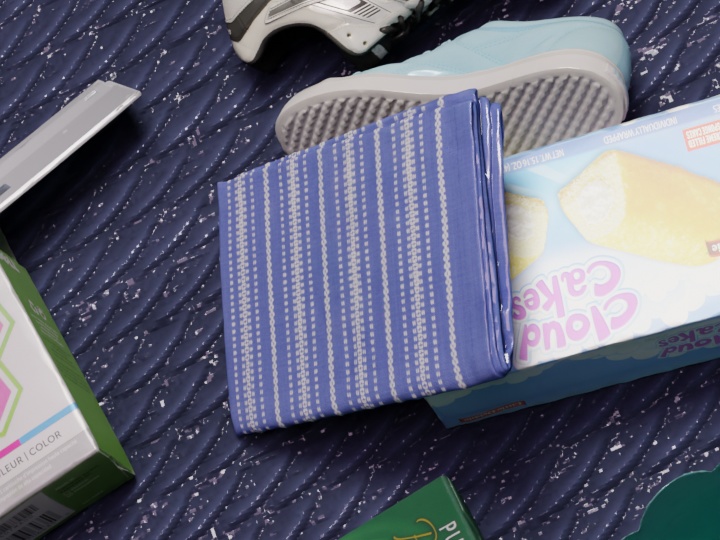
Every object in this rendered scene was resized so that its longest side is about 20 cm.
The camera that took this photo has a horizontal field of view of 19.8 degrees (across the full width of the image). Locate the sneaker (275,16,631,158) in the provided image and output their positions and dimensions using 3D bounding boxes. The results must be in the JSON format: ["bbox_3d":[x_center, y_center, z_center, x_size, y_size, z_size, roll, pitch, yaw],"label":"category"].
[{"bbox_3d":[0.054,-0.094,1.116,0.199,0.074,0.082,-4,34,21],"label":"sneaker"}]

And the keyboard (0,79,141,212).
[{"bbox_3d":[-0.207,-0.040,1.151,0.200,0.011,0.056,-41,30,-12],"label":"keyboard"}]

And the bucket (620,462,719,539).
[{"bbox_3d":[0.207,0.187,0.930,0.206,0.135,0.209,-5,70,14],"label":"bucket"}]

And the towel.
[{"bbox_3d":[0.000,0.000,1.055,0.199,0.024,0.146,-16,73,44],"label":"towel"}]

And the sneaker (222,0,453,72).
[{"bbox_3d":[0.019,-0.154,1.143,0.199,0.076,0.088,-5,85,16],"label":"sneaker"}]

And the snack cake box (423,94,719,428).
[{"bbox_3d":[0.120,-0.004,1.057,0.199,0.067,0.116,-16,67,9],"label":"snack cake box"}]

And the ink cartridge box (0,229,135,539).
[{"bbox_3d":[-0.217,0.053,1.128,0.103,0.059,0.201,-33,66,3],"label":"ink cartridge box"}]

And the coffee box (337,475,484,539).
[{"bbox_3d":[-0.018,0.195,1.004,0.199,0.044,0.123,-32,30,1],"label":"coffee box"}]
